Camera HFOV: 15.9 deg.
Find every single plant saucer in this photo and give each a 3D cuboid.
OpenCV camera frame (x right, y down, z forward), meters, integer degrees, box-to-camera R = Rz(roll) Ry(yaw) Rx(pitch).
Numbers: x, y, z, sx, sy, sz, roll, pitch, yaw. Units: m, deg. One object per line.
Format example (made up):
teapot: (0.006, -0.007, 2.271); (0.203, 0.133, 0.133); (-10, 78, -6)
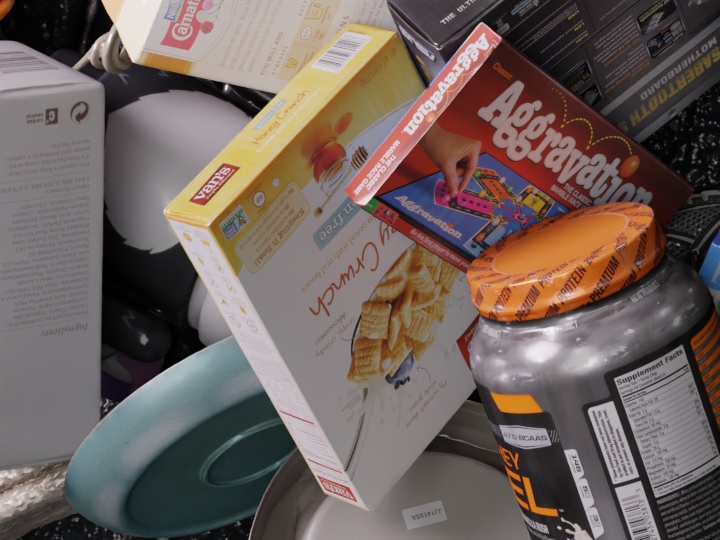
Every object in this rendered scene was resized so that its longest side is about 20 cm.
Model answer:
plant saucer: (-0.059, 0.087, 1.352); (0.200, 0.200, 0.027); (-37, 65, 16)

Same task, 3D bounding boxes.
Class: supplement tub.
supplement tub: (0.127, 0.076, 1.245); (0.122, 0.123, 0.201); (-16, 105, 17)

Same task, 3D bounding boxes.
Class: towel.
towel: (-0.150, 0.108, 1.415); (0.200, 0.132, 0.035); (-28, 83, 17)

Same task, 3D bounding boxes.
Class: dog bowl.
dog bowl: (0.036, 0.168, 1.336); (0.199, 0.059, 0.201); (3, 64, -7)

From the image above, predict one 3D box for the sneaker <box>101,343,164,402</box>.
sneaker: (-0.201, 0.019, 1.455); (0.200, 0.080, 0.089); (36, 110, 15)

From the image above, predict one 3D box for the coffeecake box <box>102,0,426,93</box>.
coffeecake box: (-0.006, -0.164, 1.262); (0.154, 0.199, 0.073); (-64, 33, 26)

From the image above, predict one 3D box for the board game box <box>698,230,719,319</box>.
board game box: (0.211, 0.082, 1.310); (0.134, 0.045, 0.200); (28, 128, 12)

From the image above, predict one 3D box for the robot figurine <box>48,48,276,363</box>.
robot figurine: (-0.097, -0.039, 1.389); (0.200, 0.125, 0.151); (32, 109, 12)

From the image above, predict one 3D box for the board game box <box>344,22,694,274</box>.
board game box: (0.083, -0.040, 1.265); (0.103, 0.200, 0.019); (-51, 51, 7)

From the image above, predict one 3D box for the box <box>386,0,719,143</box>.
box: (0.124, -0.134, 1.268); (0.200, 0.159, 0.048); (-38, 52, -5)

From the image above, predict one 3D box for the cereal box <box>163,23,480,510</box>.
cereal box: (0.000, 0.000, 1.264); (0.039, 0.144, 0.200); (16, 145, 44)

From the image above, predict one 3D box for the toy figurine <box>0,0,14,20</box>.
toy figurine: (-0.184, -0.217, 1.405); (0.184, 0.200, 0.150); (-45, 117, -4)

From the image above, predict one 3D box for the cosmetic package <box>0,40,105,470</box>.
cosmetic package: (-0.183, -0.009, 1.309); (0.102, 0.074, 0.201); (27, 119, 52)

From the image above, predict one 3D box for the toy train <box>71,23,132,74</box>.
toy train: (-0.055, -0.119, 1.358); (0.116, 0.085, 0.200); (46, 71, -5)

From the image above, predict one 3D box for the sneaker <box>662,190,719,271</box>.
sneaker: (0.217, -0.004, 1.327); (0.199, 0.075, 0.081); (-7, 94, 18)
